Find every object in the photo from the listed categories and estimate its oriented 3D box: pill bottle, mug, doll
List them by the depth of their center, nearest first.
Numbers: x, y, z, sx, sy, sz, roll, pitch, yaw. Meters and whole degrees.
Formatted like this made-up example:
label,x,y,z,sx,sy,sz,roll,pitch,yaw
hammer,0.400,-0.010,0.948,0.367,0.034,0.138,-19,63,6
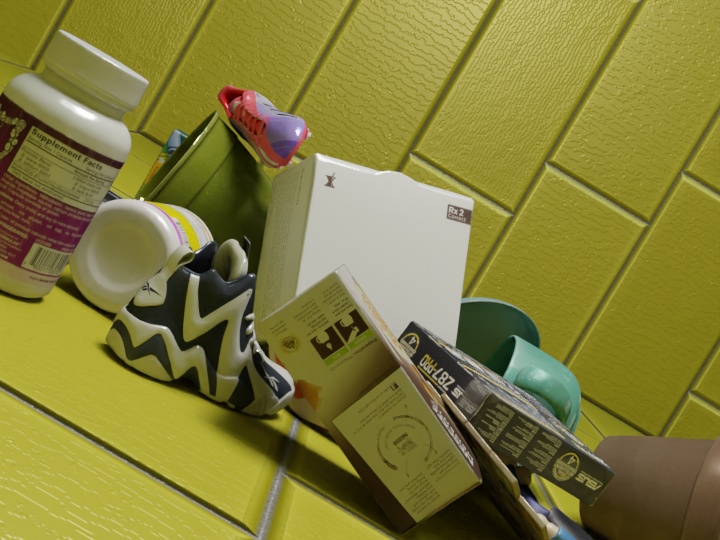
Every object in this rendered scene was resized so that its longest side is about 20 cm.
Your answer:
label,x,y,z,sx,sy,sz,roll,pitch,yaw
pill bottle,-0.256,-0.088,0.953,0.112,0.200,0.112,30,4,-2
doll,0.191,0.252,1.098,0.200,0.048,0.136,44,-1,44
pill bottle,-0.201,-0.014,1.136,0.104,0.104,0.200,31,4,5
mug,0.193,0.173,1.394,0.114,0.152,0.185,32,11,-4

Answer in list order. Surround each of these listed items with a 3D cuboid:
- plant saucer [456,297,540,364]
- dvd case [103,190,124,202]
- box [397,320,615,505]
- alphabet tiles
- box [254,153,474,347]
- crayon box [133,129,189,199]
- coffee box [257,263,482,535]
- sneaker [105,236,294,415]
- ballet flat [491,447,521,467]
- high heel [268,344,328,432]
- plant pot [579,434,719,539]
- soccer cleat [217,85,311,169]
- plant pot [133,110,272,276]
label,x,y,z,sx,sy,sz,roll,pitch,yaw
plant saucer,0.126,0.102,1.477,0.200,0.200,0.027,28,32,-33
dvd case,-0.300,-0.063,1.552,0.200,0.025,0.150,33,4,11
box,0.140,0.139,1.161,0.200,0.049,0.161,33,4,-34
alphabet tiles,0.117,0.184,1.049,0.167,0.006,0.200,51,-8,31
box,0.000,0.000,1.291,0.198,0.201,0.131,14,-13,-23
crayon box,-0.183,-0.077,1.513,0.200,0.126,0.052,31,4,-7
coffee box,0.009,0.100,0.955,0.200,0.080,0.114,55,5,0
sneaker,-0.106,0.040,0.996,0.199,0.130,0.079,28,6,-39
ballet flat,0.120,0.192,1.218,0.073,0.073,0.200,35,6,42
high heel,-0.005,0.126,1.112,0.200,0.067,0.096,50,22,26
plant pot,0.355,0.267,1.359,0.174,0.201,0.200,14,-5,30
soccer cleat,-0.115,-0.168,1.344,0.076,0.067,0.200,34,5,-24
plant pot,-0.165,-0.051,1.399,0.193,0.200,0.200,42,2,-13
